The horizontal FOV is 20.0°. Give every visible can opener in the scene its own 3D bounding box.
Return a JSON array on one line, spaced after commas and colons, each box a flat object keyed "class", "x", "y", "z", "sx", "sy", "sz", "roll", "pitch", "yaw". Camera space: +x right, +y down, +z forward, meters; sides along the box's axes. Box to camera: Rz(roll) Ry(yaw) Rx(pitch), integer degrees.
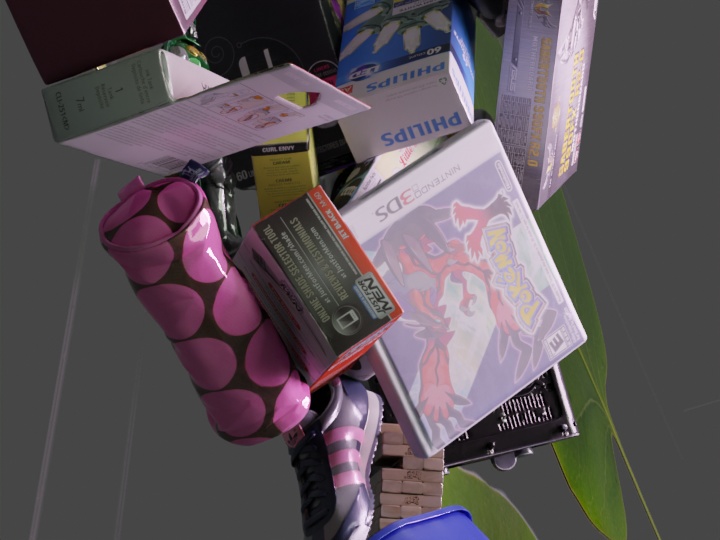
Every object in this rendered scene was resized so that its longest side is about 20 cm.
[{"class": "can opener", "x": 0.100, "y": -0.249, "z": 1.723, "sx": 0.067, "sy": 0.053, "sz": 0.200, "roll": 43, "pitch": 4, "yaw": 20}]

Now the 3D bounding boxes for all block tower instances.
[{"class": "block tower", "x": 0.034, "y": 0.225, "z": 1.657, "sx": 0.054, "sy": 0.057, "sz": 0.202, "roll": 125, "pitch": -32, "yaw": -72}]

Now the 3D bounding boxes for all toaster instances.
[{"class": "toaster", "x": 0.073, "y": 0.084, "z": 1.798, "sx": 0.119, "sy": 0.180, "sz": 0.201, "roll": 137, "pitch": -61, "yaw": -67}]

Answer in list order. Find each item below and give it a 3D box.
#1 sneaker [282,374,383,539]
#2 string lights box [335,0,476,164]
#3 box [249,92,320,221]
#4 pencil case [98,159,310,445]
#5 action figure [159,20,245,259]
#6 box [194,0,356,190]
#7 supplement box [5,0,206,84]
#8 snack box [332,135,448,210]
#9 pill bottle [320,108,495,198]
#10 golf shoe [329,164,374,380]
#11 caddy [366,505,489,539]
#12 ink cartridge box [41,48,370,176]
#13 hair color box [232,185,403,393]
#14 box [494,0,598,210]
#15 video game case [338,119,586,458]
[{"class": "sneaker", "x": -0.035, "y": 0.157, "z": 1.618, "sx": 0.082, "sy": 0.070, "sz": 0.201, "roll": 36, "pitch": 34, "yaw": -24}, {"class": "string lights box", "x": 0.039, "y": -0.175, "z": 1.684, "sx": 0.201, "sy": 0.102, "sz": 0.059, "roll": -85, "pitch": 154, "yaw": -56}, {"class": "box", "x": -0.057, "y": -0.054, "z": 1.663, "sx": 0.201, "sy": 0.050, "sz": 0.076, "roll": 83, "pitch": 3, "yaw": -47}, {"class": "pencil case", "x": -0.107, "y": 0.027, "z": 1.432, "sx": 0.094, "sy": 0.091, "sz": 0.201, "roll": 33, "pitch": -27, "yaw": 52}, {"class": "action figure", "x": -0.121, "y": -0.108, "z": 1.591, "sx": 0.118, "sy": 0.054, "sz": 0.201, "roll": 28, "pitch": 47, "yaw": -81}, {"class": "box", "x": -0.065, "y": -0.179, "z": 1.749, "sx": 0.106, "sy": 0.121, "sz": 0.201, "roll": -3, "pitch": 75, "yaw": -75}, {"class": "supplement box", "x": -0.166, "y": -0.214, "z": 1.430, "sx": 0.200, "sy": 0.110, "sz": 0.086, "roll": -74, "pitch": 143, "yaw": -65}, {"class": "snack box", "x": 0.043, "y": -0.049, "z": 1.664, "sx": 0.116, "sy": 0.037, "sz": 0.200, "roll": 49, "pitch": 33, "yaw": -12}, {"class": "pill bottle", "x": 0.036, "y": -0.062, "z": 1.836, "sx": 0.114, "sy": 0.199, "sz": 0.115, "roll": -18, "pitch": 90, "yaw": -76}, {"class": "golf shoe", "x": 0.000, "y": 0.000, "z": 1.701, "sx": 0.095, "sy": 0.077, "sz": 0.201, "roll": 115, "pitch": -18, "yaw": -45}, {"class": "caddy", "x": 0.032, "y": 0.248, "z": 1.524, "sx": 0.105, "sy": 0.142, "sz": 0.199, "roll": 40, "pitch": 22, "yaw": 25}, {"class": "ink cartridge box", "x": -0.103, "y": -0.120, "z": 1.429, "sx": 0.200, "sy": 0.172, "sz": 0.044, "roll": 14, "pitch": 59, "yaw": -74}, {"class": "hair color box", "x": -0.041, "y": 0.022, "z": 1.494, "sx": 0.111, "sy": 0.064, "sz": 0.200, "roll": 56, "pitch": -16, "yaw": 5}, {"class": "box", "x": 0.159, "y": -0.168, "z": 1.750, "sx": 0.158, "sy": 0.048, "sz": 0.202, "roll": -39, "pitch": 137, "yaw": -68}, {"class": "video game case", "x": 0.072, "y": 0.013, "z": 1.578, "sx": 0.023, "sy": 0.182, "sz": 0.201, "roll": 0, "pitch": -60, "yaw": 58}]
